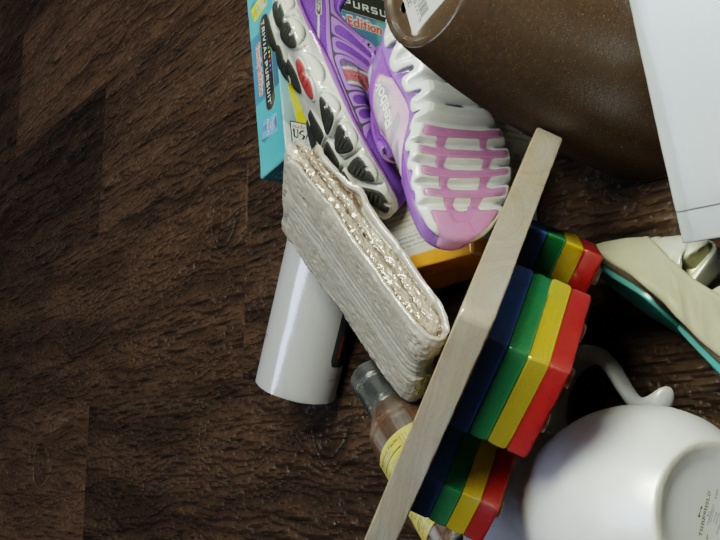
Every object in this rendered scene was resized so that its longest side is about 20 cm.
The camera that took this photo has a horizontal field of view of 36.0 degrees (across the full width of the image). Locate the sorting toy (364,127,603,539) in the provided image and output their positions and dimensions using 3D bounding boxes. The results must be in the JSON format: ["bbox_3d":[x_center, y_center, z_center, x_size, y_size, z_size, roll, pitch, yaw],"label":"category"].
[{"bbox_3d":[0.087,0.051,0.677,0.199,0.069,0.201,-60,-9,-50],"label":"sorting toy"}]

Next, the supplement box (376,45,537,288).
[{"bbox_3d":[0.072,-0.096,0.882,0.126,0.073,0.202,-17,71,55],"label":"supplement box"}]

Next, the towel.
[{"bbox_3d":[0.000,0.000,0.865,0.201,0.034,0.133,55,161,20],"label":"towel"}]

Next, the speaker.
[{"bbox_3d":[-0.040,0.019,1.030,0.081,0.081,0.202,28,107,56],"label":"speaker"}]

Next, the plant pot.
[{"bbox_3d":[0.120,-0.165,0.703,0.186,0.198,0.189,-16,71,55],"label":"plant pot"}]

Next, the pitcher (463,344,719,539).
[{"bbox_3d":[0.156,0.122,0.683,0.200,0.120,0.173,-22,50,66],"label":"pitcher"}]

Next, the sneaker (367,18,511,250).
[{"bbox_3d":[0.046,-0.097,0.794,0.088,0.080,0.202,-46,44,49],"label":"sneaker"}]

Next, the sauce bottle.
[{"bbox_3d":[0.048,0.147,0.883,0.065,0.064,0.200,-64,35,26],"label":"sauce bottle"}]

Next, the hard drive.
[{"bbox_3d":[0.218,-0.125,0.597,0.131,0.027,0.202,-11,95,32],"label":"hard drive"}]

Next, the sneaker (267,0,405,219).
[{"bbox_3d":[-0.004,-0.139,0.870,0.081,0.083,0.202,128,122,-69],"label":"sneaker"}]

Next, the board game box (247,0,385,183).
[{"bbox_3d":[-0.019,-0.167,0.969,0.047,0.150,0.202,-32,58,49],"label":"board game box"}]

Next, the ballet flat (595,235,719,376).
[{"bbox_3d":[0.207,0.018,0.660,0.070,0.069,0.200,-70,27,20],"label":"ballet flat"}]
